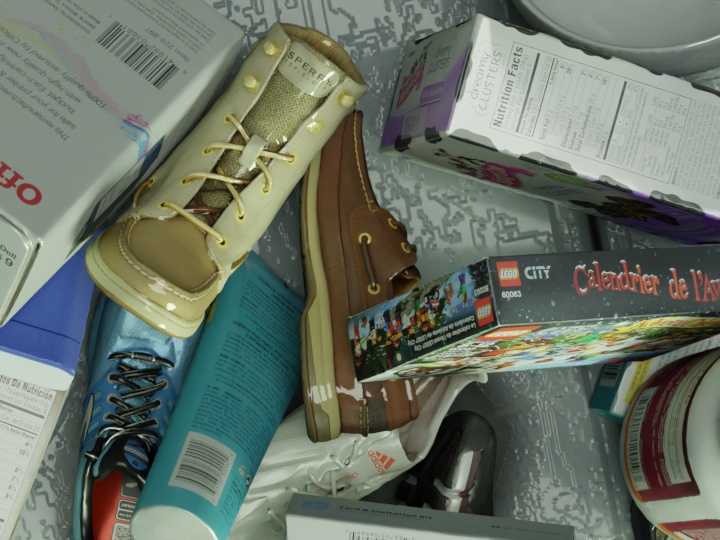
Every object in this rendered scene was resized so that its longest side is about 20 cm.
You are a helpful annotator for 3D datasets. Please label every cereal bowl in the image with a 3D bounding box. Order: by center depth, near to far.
[{"bbox_3d":[0.174,-0.194,1.621,0.199,0.083,0.201,-5,66,11],"label":"cereal bowl"}]

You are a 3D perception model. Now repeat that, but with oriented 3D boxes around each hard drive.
[{"bbox_3d":[-0.202,-0.038,1.535,0.132,0.025,0.200,17,51,-11],"label":"hard drive"}]

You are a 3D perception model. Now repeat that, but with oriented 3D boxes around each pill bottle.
[{"bbox_3d":[0.219,0.093,1.536,0.114,0.200,0.115,1,84,-10],"label":"pill bottle"}]

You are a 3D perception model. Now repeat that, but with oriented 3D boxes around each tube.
[{"bbox_3d":[-0.071,0.073,1.563,0.077,0.050,0.200,46,43,-24],"label":"tube"}]

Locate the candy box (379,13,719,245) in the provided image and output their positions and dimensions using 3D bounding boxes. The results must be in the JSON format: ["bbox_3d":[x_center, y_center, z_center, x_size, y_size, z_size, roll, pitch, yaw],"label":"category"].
[{"bbox_3d":[0.127,-0.075,1.588,0.199,0.168,0.072,16,86,-11],"label":"candy box"}]

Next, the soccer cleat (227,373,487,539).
[{"bbox_3d":[-0.013,0.105,1.600,0.200,0.078,0.069,-49,141,-9],"label":"soccer cleat"}]

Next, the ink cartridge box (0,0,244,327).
[{"bbox_3d":[-0.180,-0.090,1.508,0.145,0.088,0.200,37,49,4],"label":"ink cartridge box"}]

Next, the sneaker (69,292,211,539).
[{"bbox_3d":[-0.119,0.092,1.575,0.078,0.090,0.201,5,89,-2],"label":"sneaker"}]

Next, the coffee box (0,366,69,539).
[{"bbox_3d":[-0.232,0.140,1.545,0.080,0.114,0.201,22,85,-10],"label":"coffee box"}]

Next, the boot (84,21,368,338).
[{"bbox_3d":[-0.067,-0.052,1.512,0.073,0.200,0.156,38,106,-2],"label":"boot"}]

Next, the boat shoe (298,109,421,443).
[{"bbox_3d":[0.000,0.000,1.588,0.067,0.072,0.201,-2,66,1],"label":"boat shoe"}]

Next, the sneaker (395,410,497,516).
[{"bbox_3d":[0.070,0.185,1.635,0.115,0.076,0.201,16,96,-18],"label":"sneaker"}]

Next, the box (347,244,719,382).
[{"bbox_3d":[0.112,0.023,1.523,0.199,0.136,0.038,-3,78,-33],"label":"box"}]

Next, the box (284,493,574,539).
[{"bbox_3d":[0.029,0.228,1.530,0.155,0.041,0.201,6,104,5],"label":"box"}]

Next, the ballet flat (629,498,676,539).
[{"bbox_3d":[0.206,0.213,1.658,0.073,0.073,0.201,-17,94,-11],"label":"ballet flat"}]

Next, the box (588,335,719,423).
[{"bbox_3d":[0.242,0.082,1.673,0.199,0.049,0.083,23,86,-11],"label":"box"}]
